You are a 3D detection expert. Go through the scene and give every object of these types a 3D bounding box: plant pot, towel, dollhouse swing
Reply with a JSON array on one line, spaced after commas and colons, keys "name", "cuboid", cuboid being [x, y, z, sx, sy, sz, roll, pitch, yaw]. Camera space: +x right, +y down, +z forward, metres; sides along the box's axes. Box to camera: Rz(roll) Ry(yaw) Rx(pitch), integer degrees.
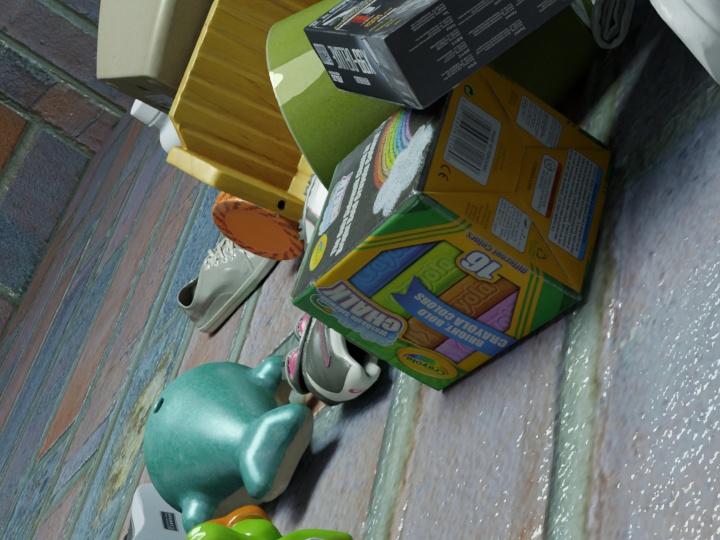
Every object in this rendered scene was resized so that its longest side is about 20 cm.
[{"name": "plant pot", "cuboid": [-0.134, -0.230, 1.326, 0.199, 0.199, 0.179, 10, 79, 58]}, {"name": "towel", "cuboid": [0.179, -0.260, 0.991, 0.201, 0.030, 0.150, -79, -3, -56]}, {"name": "dollhouse swing", "cuboid": [-0.036, -0.139, 1.180, 0.202, 0.180, 0.176, -66, 24, 6]}, {"name": "plant pot", "cuboid": [0.067, -0.146, 1.019, 0.199, 0.188, 0.188, -29, 27, 22]}]

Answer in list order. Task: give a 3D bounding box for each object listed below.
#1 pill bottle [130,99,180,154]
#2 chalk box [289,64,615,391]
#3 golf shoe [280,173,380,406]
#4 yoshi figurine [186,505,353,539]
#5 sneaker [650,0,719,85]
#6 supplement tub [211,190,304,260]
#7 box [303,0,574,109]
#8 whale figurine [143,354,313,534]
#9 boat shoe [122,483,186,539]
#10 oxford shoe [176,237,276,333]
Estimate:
[{"name": "pill bottle", "cuboid": [-0.144, -0.151, 1.556, 0.113, 0.199, 0.113, -50, 18, 23]}, {"name": "chalk box", "cuboid": [0.045, -0.017, 0.907, 0.200, 0.123, 0.126, -39, 26, 51]}, {"name": "golf shoe", "cuboid": [0.000, 0.000, 1.066, 0.088, 0.077, 0.202, -14, 67, 57]}, {"name": "yoshi figurine", "cuboid": [-0.055, 0.207, 0.850, 0.200, 0.111, 0.113, 0, 75, 68]}, {"name": "sneaker", "cuboid": [0.213, -0.184, 0.815, 0.088, 0.075, 0.201, -34, 26, 30]}, {"name": "supplement tub", "cuboid": [-0.064, -0.118, 1.403, 0.122, 0.122, 0.201, -30, 31, 58]}, {"name": "box", "cuboid": [0.076, -0.177, 0.855, 0.199, 0.050, 0.158, -36, 20, -9]}, {"name": "whale figurine", "cuboid": [-0.105, 0.129, 1.113, 0.160, 0.103, 0.200, -62, 17, -14]}, {"name": "boat shoe", "cuboid": [-0.170, 0.243, 1.177, 0.200, 0.069, 0.067, -127, 53, -69]}, {"name": "oxford shoe", "cuboid": [-0.133, -0.010, 1.528, 0.200, 0.058, 0.076, -46, 18, 32]}]
